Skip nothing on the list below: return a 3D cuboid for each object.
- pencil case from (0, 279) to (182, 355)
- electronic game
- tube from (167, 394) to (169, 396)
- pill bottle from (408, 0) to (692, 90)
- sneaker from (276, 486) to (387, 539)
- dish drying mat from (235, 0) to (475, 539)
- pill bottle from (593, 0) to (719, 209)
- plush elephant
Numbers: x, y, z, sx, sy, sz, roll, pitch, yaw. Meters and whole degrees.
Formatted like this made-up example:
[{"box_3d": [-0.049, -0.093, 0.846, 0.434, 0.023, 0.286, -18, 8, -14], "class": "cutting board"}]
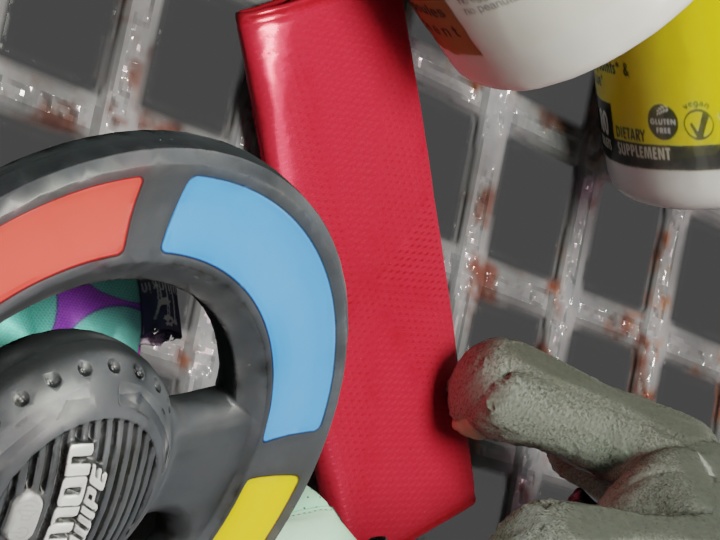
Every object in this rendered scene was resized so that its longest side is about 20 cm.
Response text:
[{"box_3d": [-0.147, 0.011, 0.679, 0.199, 0.085, 0.093, 10, 53, -47], "class": "pencil case"}, {"box_3d": [-0.083, 0.053, 0.675, 0.199, 0.042, 0.201, -28, 139, -28], "class": "electronic game"}, {"box_3d": [-0.121, 0.107, 0.747, 0.200, 0.058, 0.052, -38, 154, -35], "class": "tube"}, {"box_3d": [0.030, -0.167, 0.837, 0.200, 0.114, 0.115, 54, 55, -28], "class": "pill bottle"}, {"box_3d": [-0.012, 0.167, 0.850, 0.118, 0.074, 0.201, -36, 117, -32], "class": "sneaker"}, {"box_3d": [0.000, 0.000, 0.896, 0.077, 0.018, 0.201, -26, 113, -45], "class": "dish drying mat"}, {"box_3d": [0.136, -0.132, 0.966, 0.112, 0.112, 0.201, -23, 110, -45], "class": "pill bottle"}, {"box_3d": [0.101, 0.138, 0.898, 0.199, 0.165, 0.155, 15, 112, -18], "class": "plush elephant"}]
